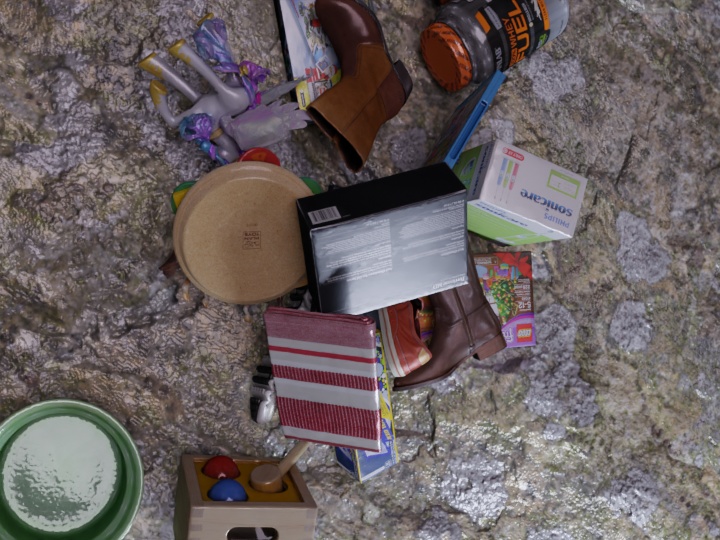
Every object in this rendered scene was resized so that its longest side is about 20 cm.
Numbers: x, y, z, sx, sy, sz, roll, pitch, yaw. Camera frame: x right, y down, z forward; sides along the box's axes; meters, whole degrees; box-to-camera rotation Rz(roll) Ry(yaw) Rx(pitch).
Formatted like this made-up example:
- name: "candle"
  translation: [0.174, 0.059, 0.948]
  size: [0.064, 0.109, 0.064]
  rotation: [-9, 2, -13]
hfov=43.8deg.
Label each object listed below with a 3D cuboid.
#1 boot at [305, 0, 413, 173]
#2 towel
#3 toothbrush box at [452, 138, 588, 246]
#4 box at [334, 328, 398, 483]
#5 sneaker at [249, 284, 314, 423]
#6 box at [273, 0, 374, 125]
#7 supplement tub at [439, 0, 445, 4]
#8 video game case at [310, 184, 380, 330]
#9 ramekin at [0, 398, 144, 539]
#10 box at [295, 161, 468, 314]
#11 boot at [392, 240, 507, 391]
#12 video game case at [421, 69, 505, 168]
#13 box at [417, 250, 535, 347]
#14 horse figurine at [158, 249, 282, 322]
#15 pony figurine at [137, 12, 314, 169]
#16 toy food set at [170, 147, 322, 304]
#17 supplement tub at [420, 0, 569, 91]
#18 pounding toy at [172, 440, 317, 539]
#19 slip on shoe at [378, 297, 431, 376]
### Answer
- name: "boot"
  translation: [-0.027, -0.247, 1.147]
  size: [0.190, 0.068, 0.201]
  rotation: [56, 42, -21]
- name: "towel"
  translation: [-0.043, 0.137, 1.120]
  size: [0.141, 0.023, 0.204]
  rotation: [6, 123, 17]
- name: "toothbrush box"
  translation: [0.193, -0.100, 1.230]
  size: [0.143, 0.200, 0.088]
  rotation: [20, 84, -15]
- name: "box"
  translation: [-0.003, 0.174, 1.195]
  size: [0.069, 0.064, 0.205]
  rotation: [-21, 115, -28]
- name: "sneaker"
  translation: [-0.085, 0.117, 1.206]
  size: [0.080, 0.075, 0.203]
  rotation: [30, 81, -24]
- name: "box"
  translation: [-0.041, -0.311, 1.242]
  size: [0.133, 0.038, 0.205]
  rotation: [-11, 92, -18]
- name: "supplement tub"
  translation: [0.108, -0.488, 1.250]
  size: [0.121, 0.122, 0.203]
  rotation: [-31, 99, -16]
- name: "video game case"
  translation: [0.000, 0.000, 1.228]
  size: [0.141, 0.019, 0.205]
  rotation: [15, 78, -38]
- name: "ramekin"
  translation: [-0.367, 0.254, 1.094]
  size: [0.195, 0.097, 0.206]
  rotation: [0, 89, -18]
- name: "box"
  translation: [0.030, -0.034, 1.097]
  size: [0.195, 0.079, 0.144]
  rotation: [-14, 126, -11]
- name: "boot"
  translation: [0.091, 0.044, 1.229]
  size: [0.183, 0.064, 0.204]
  rotation: [-23, 93, -17]
- name: "video game case"
  translation: [0.119, -0.168, 1.223]
  size: [0.018, 0.143, 0.202]
  rotation: [34, 71, -7]
- name: "box"
  translation: [0.158, 0.045, 1.300]
  size: [0.195, 0.039, 0.141]
  rotation: [-3, 91, -18]
- name: "horse figurine"
  translation: [-0.163, -0.007, 1.188]
  size: [0.196, 0.050, 0.136]
  rotation: [17, 77, -13]
- name: "pony figurine"
  translation: [-0.163, -0.215, 1.137]
  size: [0.190, 0.168, 0.201]
  rotation: [-26, 116, 20]
- name: "toy food set"
  translation: [-0.136, -0.050, 1.115]
  size: [0.195, 0.049, 0.202]
  rotation: [-16, 121, -3]
- name: "supplement tub"
  translation: [0.189, -0.346, 1.274]
  size: [0.198, 0.122, 0.124]
  rotation: [-35, 99, -15]
- name: "pounding toy"
  translation: [-0.130, 0.289, 1.141]
  size: [0.195, 0.184, 0.146]
  rotation: [5, 100, -17]
- name: "slip on shoe"
  translation: [0.053, 0.041, 1.179]
  size: [0.060, 0.074, 0.204]
  rotation: [-16, 57, 9]
